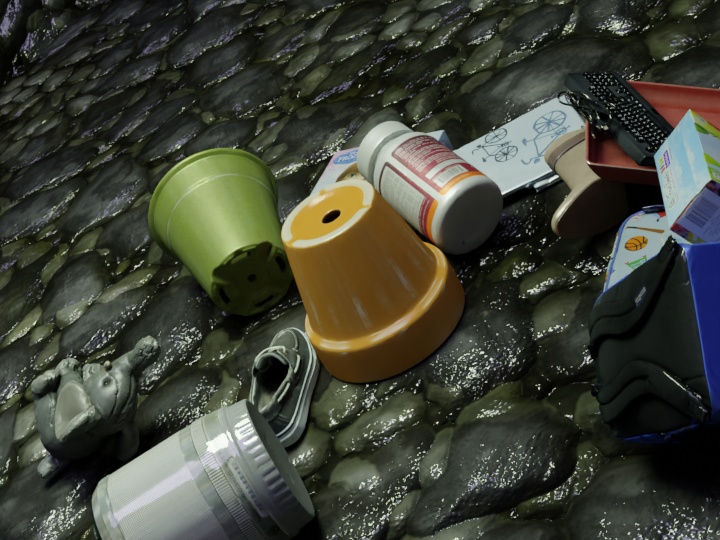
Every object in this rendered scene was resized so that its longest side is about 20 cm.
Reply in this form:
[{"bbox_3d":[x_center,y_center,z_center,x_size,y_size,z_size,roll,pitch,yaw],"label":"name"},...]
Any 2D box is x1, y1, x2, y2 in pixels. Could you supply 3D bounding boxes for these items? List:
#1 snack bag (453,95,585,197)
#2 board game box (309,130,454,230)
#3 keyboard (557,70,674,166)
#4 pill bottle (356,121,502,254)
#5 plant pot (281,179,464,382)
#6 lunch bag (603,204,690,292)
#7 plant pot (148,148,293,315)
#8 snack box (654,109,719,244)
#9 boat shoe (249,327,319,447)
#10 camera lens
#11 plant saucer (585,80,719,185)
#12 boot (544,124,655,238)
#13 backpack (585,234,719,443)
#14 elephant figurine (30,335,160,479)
[{"bbox_3d":[0.220,-0.156,1.590,0.199,0.021,0.189,-26,31,8],"label":"snack bag"},{"bbox_3d":[0.016,-0.115,1.688,0.199,0.041,0.200,-8,38,33],"label":"board game box"},{"bbox_3d":[0.307,-0.190,1.361,0.103,0.040,0.200,-11,40,-16],"label":"keyboard"},{"bbox_3d":[0.086,-0.113,1.517,0.109,0.110,0.200,-37,47,-11],"label":"pill bottle"},{"bbox_3d":[0.000,0.000,1.400,0.199,0.184,0.201,-22,32,15],"label":"plant pot"},{"bbox_3d":[0.341,0.004,1.206,0.159,0.076,0.201,-7,40,31],"label":"lunch bag"},{"bbox_3d":[-0.179,-0.040,1.640,0.199,0.201,0.190,-33,43,-2],"label":"plant pot"},{"bbox_3d":[0.382,-0.048,1.101,0.068,0.199,0.169,-56,8,29],"label":"snack box"},{"bbox_3d":[-0.095,0.125,1.415,0.072,0.071,0.201,-23,31,13],"label":"boat shoe"},{"bbox_3d":[-0.168,0.249,1.216,0.199,0.161,0.160,-32,31,-1],"label":"camera lens"},{"bbox_3d":[0.365,-0.158,1.382,0.198,0.037,0.200,7,39,6],"label":"plant saucer"},{"bbox_3d":[0.276,-0.118,1.427,0.199,0.071,0.146,-27,36,-20],"label":"boot"},{"bbox_3d":[0.300,0.078,1.026,0.200,0.166,0.164,137,135,-65],"label":"backpack"},{"bbox_3d":[-0.336,0.177,1.483,0.141,0.156,0.199,-25,14,-36],"label":"elephant figurine"}]
